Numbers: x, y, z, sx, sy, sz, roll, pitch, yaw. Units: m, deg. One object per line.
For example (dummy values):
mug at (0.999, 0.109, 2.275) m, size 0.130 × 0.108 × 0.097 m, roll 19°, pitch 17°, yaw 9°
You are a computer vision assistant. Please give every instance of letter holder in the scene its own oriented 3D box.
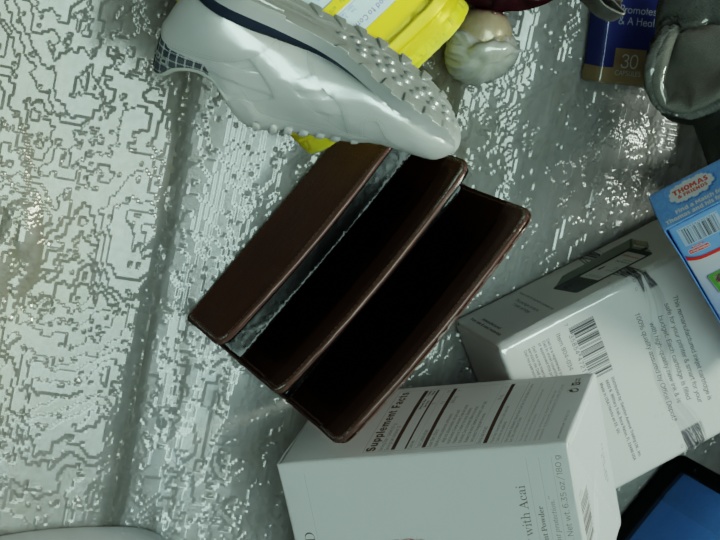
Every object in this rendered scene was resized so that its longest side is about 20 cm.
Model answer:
letter holder at (0.000, 0.000, 1.251) m, size 0.101 × 0.142 × 0.200 m, roll 41°, pitch 86°, yaw -23°

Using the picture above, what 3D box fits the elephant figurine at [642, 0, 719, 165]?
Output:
elephant figurine at (0.250, -0.144, 1.285) m, size 0.200 × 0.142 × 0.155 m, roll 40°, pitch 60°, yaw 12°

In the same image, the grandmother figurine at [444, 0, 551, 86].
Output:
grandmother figurine at (0.101, -0.225, 1.291) m, size 0.121 × 0.061 × 0.200 m, roll 14°, pitch 100°, yaw 6°

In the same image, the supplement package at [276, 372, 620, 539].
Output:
supplement package at (0.063, 0.153, 1.269) m, size 0.200 × 0.120 × 0.121 m, roll -6°, pitch 108°, yaw 19°

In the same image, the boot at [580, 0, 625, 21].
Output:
boot at (0.101, -0.267, 1.223) m, size 0.174 × 0.069 × 0.200 m, roll 5°, pitch 76°, yaw -25°

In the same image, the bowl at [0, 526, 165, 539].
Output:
bowl at (-0.210, 0.283, 1.271) m, size 0.200 × 0.075 × 0.200 m, roll -4°, pitch 103°, yaw -21°

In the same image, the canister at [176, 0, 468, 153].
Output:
canister at (-0.048, -0.199, 1.220) m, size 0.149 × 0.087 × 0.200 m, roll -43°, pitch 110°, yaw 0°

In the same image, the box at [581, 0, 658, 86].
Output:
box at (0.230, -0.232, 1.348) m, size 0.121 × 0.032 × 0.200 m, roll 2°, pitch 99°, yaw -20°

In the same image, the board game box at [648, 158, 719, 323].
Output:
board game box at (0.296, -0.020, 1.249) m, size 0.151 × 0.037 × 0.200 m, roll -28°, pitch 139°, yaw 11°

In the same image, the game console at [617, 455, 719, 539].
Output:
game console at (0.190, 0.203, 1.332) m, size 0.171 × 0.200 × 0.118 m, roll 8°, pitch 97°, yaw -21°

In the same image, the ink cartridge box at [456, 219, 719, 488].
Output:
ink cartridge box at (0.193, 0.064, 1.366) m, size 0.200 × 0.084 × 0.146 m, roll -26°, pitch 109°, yaw -13°

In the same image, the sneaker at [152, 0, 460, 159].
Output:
sneaker at (-0.030, -0.117, 1.172) m, size 0.200 × 0.076 × 0.081 m, roll 28°, pitch 110°, yaw -13°
